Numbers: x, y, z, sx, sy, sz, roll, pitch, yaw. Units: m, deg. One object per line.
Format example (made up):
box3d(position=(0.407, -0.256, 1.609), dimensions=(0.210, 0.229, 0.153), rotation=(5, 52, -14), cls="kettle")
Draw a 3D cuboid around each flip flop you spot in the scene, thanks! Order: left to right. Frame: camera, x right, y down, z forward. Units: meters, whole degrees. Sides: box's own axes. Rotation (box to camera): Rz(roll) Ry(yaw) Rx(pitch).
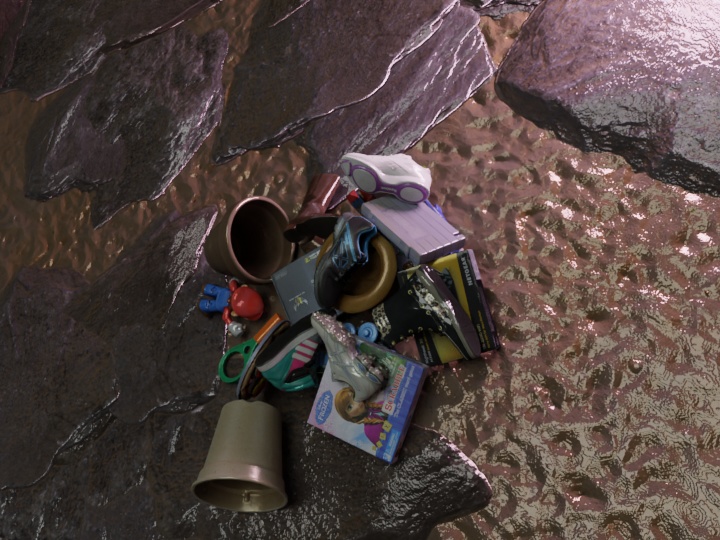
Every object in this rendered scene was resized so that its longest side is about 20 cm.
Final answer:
box3d(position=(-0.110, -0.069, 1.796), dimensions=(0.081, 0.057, 0.201), rotation=(-41, 56, 7), cls="flip flop")

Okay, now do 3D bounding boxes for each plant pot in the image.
box3d(position=(-0.281, -0.061, 1.825), dimensions=(0.173, 0.199, 0.204), rotation=(-9, 63, 45), cls="plant pot")
box3d(position=(-0.239, 0.380, 1.607), dimensions=(0.197, 0.201, 0.186), rotation=(-13, 52, 23), cls="plant pot")

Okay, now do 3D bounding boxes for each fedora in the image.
box3d(position=(0.000, 0.000, 1.615), dimensions=(0.198, 0.081, 0.205), rotation=(-8, 73, 29), cls="fedora")

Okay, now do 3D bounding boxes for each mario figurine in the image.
box3d(position=(-0.297, 0.084, 1.841), dimensions=(0.198, 0.105, 0.126), rotation=(6, 107, 42), cls="mario figurine")

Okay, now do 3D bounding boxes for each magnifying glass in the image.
box3d(position=(-0.255, 0.180, 1.794), dimensions=(0.200, 0.022, 0.080), rotation=(-48, 54, 5), cls="magnifying glass")

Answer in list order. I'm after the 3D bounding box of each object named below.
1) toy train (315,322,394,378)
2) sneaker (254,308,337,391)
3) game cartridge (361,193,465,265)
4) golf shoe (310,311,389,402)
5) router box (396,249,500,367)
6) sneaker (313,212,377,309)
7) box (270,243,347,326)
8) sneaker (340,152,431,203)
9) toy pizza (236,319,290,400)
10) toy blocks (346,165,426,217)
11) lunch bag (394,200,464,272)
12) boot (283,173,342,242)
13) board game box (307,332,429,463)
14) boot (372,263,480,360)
box3d(position=(-0.021, 0.172, 1.629), dimensions=(0.197, 0.086, 0.117), rotation=(-2, 77, 26), cls="toy train")
box3d(position=(-0.108, 0.177, 1.585), dimensions=(0.199, 0.122, 0.083), rotation=(-37, 24, -16), cls="sneaker")
box3d(position=(0.104, -0.090, 1.572), dimensions=(0.128, 0.039, 0.200), rotation=(-23, 48, -27), cls="game cartridge")
box3d(position=(-0.042, 0.170, 1.509), dimensions=(0.200, 0.078, 0.098), rotation=(46, 108, 19), cls="golf shoe")
box3d(position=(0.173, 0.076, 1.532), dimensions=(0.155, 0.052, 0.204), rotation=(-18, 84, 21), cls="router box")
box3d(position=(-0.032, -0.015, 1.545), dimensions=(0.081, 0.073, 0.203), rotation=(17, 87, 31), cls="sneaker")
box3d(position=(-0.085, 0.036, 1.715), dimensions=(0.198, 0.051, 0.160), rotation=(-28, 77, 16), cls="box")
box3d(position=(0.055, -0.206, 1.619), dimensions=(0.197, 0.075, 0.101), rotation=(19, 49, 0), cls="sneaker")
box3d(position=(-0.199, 0.199, 1.656), dimensions=(0.031, 0.200, 0.202), rotation=(29, 84, 11), cls="toy pizza")
box3d(position=(0.051, -0.184, 1.708), dimensions=(0.199, 0.137, 0.101), rotation=(-37, 56, 10), cls="toy blocks")
box3d(position=(0.126, -0.063, 1.653), dimensions=(0.160, 0.076, 0.201), rotation=(-39, 57, 6), cls="lunch bag")
box3d(position=(-0.076, -0.160, 1.775), dimensions=(0.184, 0.065, 0.202), rotation=(-6, 42, 36), cls="boot")
box3d(position=(0.013, 0.249, 1.542), dimensions=(0.197, 0.041, 0.203), rotation=(20, 94, 21), cls="board game box")
box3d(position=(0.126, 0.111, 1.489), dimensions=(0.153, 0.073, 0.205), rotation=(-38, 77, 23), cls="boot")
